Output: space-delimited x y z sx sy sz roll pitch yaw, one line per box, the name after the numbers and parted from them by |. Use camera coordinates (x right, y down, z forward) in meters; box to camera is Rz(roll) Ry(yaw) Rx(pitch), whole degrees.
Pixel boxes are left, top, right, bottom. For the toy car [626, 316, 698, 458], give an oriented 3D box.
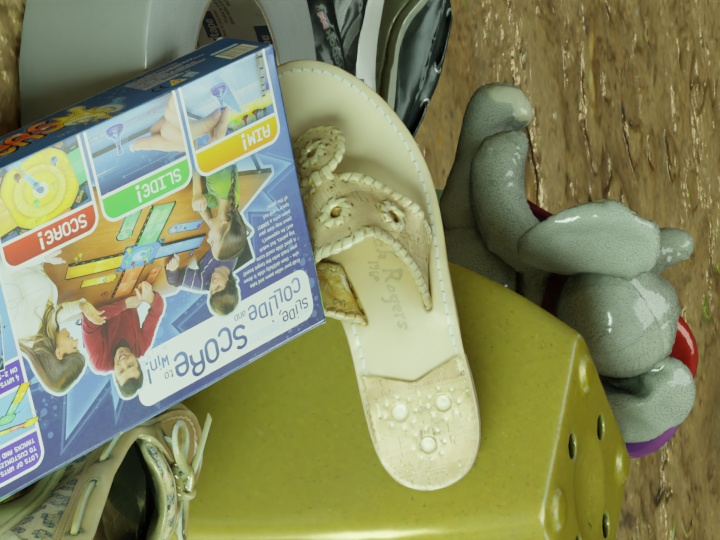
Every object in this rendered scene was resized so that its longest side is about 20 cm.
0.141 0.073 1.683 0.200 0.149 0.176 -54 138 -57 | toy car

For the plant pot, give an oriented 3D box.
0.024 0.109 1.318 0.195 0.199 0.196 64 33 -47 | plant pot

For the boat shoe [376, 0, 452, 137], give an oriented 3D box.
0.017 -0.130 1.482 0.066 0.074 0.200 57 38 -56 | boat shoe

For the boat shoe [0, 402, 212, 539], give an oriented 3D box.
-0.105 0.108 1.109 0.200 0.062 0.074 -49 131 -60 | boat shoe

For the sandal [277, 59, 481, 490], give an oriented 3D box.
0.005 -0.002 1.187 0.070 0.077 0.213 33 37 -85 | sandal

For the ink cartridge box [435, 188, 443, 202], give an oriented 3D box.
0.026 0.070 1.533 0.146 0.048 0.201 -51 145 -58 | ink cartridge box

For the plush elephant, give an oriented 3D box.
0.119 0.007 1.473 0.200 0.154 0.165 -61 151 -49 | plush elephant

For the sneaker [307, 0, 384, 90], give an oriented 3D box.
-0.032 -0.140 1.364 0.087 0.075 0.201 -15 103 -62 | sneaker

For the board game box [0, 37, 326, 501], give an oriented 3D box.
-0.107 -0.002 1.099 0.200 0.034 0.136 -28 118 -37 | board game box

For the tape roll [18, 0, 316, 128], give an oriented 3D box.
-0.086 -0.082 1.230 0.200 0.066 0.201 -1 90 -68 | tape roll
